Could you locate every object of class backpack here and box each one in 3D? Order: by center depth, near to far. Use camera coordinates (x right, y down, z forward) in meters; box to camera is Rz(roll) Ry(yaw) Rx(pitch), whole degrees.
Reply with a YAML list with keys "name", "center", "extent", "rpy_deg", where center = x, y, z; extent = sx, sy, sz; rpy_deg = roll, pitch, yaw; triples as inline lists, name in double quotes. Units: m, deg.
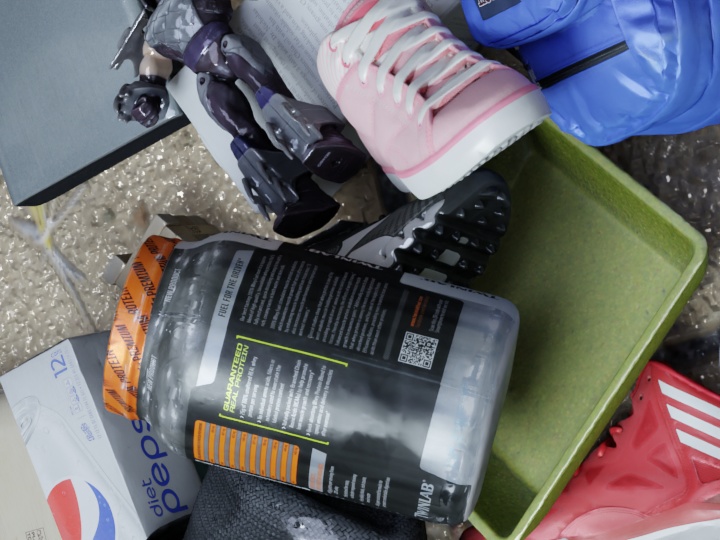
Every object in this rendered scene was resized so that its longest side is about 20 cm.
- name: "backpack"
  center: [0.134, -0.165, 1.342]
  extent: [0.162, 0.167, 0.201]
  rpy_deg: [-19, 87, 69]

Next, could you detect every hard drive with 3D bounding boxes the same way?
- name: "hard drive"
  center: [-0.192, -0.159, 1.612]
  extent: [0.139, 0.033, 0.201]
  rpy_deg: [-26, 78, 28]

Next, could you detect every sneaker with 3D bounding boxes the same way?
- name: "sneaker"
  center: [0.029, -0.098, 1.338]
  extent: [0.075, 0.200, 0.105]
  rpy_deg: [-34, 97, -10]
- name: "sneaker"
  center: [0.142, 0.114, 1.421]
  extent: [0.199, 0.078, 0.116]
  rpy_deg: [-8, 70, 31]
- name: "sneaker"
  center: [0.000, 0.000, 1.428]
  extent: [0.200, 0.066, 0.091]
  rpy_deg: [-47, 49, 24]

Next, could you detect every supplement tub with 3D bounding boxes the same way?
- name: "supplement tub"
  center: [-0.025, 0.051, 1.332]
  extent: [0.199, 0.123, 0.123]
  rpy_deg: [15, 100, 5]

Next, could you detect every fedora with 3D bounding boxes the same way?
- name: "fedora"
  center: [-0.026, 0.145, 1.391]
  extent: [0.200, 0.200, 0.092]
  rpy_deg: [19, 116, 28]

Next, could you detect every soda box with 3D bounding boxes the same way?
- name: "soda box"
  center: [-0.134, 0.137, 1.491]
  extent: [0.063, 0.068, 0.201]
  rpy_deg: [-28, 81, 34]

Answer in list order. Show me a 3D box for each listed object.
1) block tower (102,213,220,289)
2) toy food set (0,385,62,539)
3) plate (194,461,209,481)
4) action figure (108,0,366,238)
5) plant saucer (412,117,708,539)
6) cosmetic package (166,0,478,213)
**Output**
- name: "block tower"
  center: [-0.062, 0.042, 1.531]
  extent: [0.200, 0.054, 0.058]
  rpy_deg: [40, 109, 22]
- name: "toy food set"
  center: [-0.186, 0.163, 1.583]
  extent: [0.143, 0.060, 0.201]
  rpy_deg: [-17, 85, 18]
- name: "plate"
  center: [-0.140, 0.135, 1.595]
  extent: [0.199, 0.026, 0.201]
  rpy_deg: [1, 91, 30]
- name: "action figure"
  center: [-0.076, -0.115, 1.446]
  extent: [0.200, 0.069, 0.130]
  rpy_deg: [51, 123, 24]
- name: "plant saucer"
  center: [0.091, 0.024, 1.413]
  extent: [0.200, 0.048, 0.200]
  rpy_deg: [44, 107, 43]
- name: "cosmetic package"
  center: [-0.007, -0.135, 1.483]
  extent: [0.200, 0.071, 0.102]
  rpy_deg: [-44, 70, 23]
